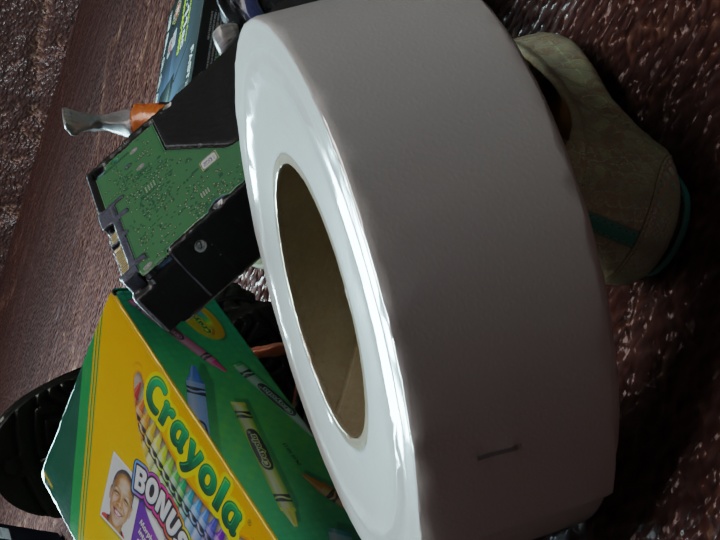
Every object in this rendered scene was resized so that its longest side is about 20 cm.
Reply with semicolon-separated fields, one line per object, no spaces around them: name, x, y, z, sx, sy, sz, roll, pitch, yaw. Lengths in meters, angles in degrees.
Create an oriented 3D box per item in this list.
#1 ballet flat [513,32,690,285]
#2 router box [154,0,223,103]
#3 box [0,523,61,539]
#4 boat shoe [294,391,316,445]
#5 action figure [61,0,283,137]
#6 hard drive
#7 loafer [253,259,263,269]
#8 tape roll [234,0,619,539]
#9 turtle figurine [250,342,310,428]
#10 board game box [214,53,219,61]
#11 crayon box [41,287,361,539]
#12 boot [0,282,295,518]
ballet flat;0.064;-0.056;0.564;0.200;0.062;0.068;-122;50;-66
router box;-0.127;-0.164;1.228;0.150;0.061;0.203;137;143;-58
box;-0.433;0.374;1.571;0.117;0.194;0.203;-171;94;-73
boat shoe;0.000;0.000;0.710;0.072;0.067;0.203;148;133;-65
action figure;-0.063;-0.098;0.814;0.105;0.191;0.202;32;-145;-86
hard drive;-0.038;-0.073;0.695;0.199;0.038;0.140;-41;30;2
loafer;-0.063;-0.051;0.941;0.200;0.067;0.077;150;131;-67
tape roll;0.016;0.003;0.519;0.202;0.070;0.205;165;90;-77
turtle figurine;-0.062;0.145;0.757;0.200;0.064;0.163;-42;55;31
board game box;-0.092;-0.082;0.970;0.106;0.023;0.200;-63;-4;1
crayon box;-0.067;0.115;0.668;0.200;0.058;0.120;50;126;37
boot;-0.132;0.074;0.896;0.158;0.209;0.080;12;121;68
